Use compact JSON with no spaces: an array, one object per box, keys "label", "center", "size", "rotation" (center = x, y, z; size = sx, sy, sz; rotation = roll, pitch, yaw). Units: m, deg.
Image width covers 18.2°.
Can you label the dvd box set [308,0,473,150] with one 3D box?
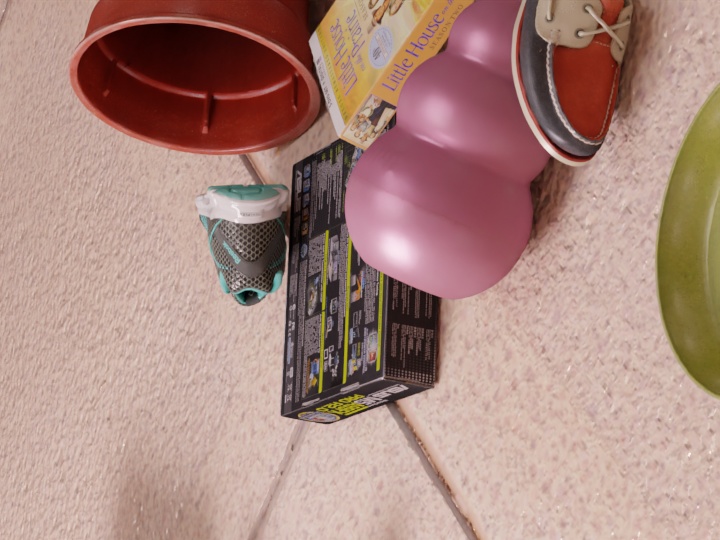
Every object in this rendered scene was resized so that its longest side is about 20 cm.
[{"label":"dvd box set","center":[0.036,-0.202,1.600],"size":[0.200,0.029,0.147],"rotation":[-54,27,24]}]

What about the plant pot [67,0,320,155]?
[{"label":"plant pot","center":[-0.122,-0.228,1.807],"size":[0.201,0.200,0.196],"rotation":[-36,42,53]}]

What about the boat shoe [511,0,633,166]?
[{"label":"boat shoe","center":[0.140,-0.163,1.402],"size":[0.062,0.071,0.201],"rotation":[-26,53,47]}]

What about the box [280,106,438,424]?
[{"label":"box","center":[0.000,0.000,1.631],"size":[0.160,0.044,0.201],"rotation":[-25,59,57]}]

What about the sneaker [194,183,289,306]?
[{"label":"sneaker","center":[-0.091,-0.018,1.734],"size":[0.200,0.077,0.092],"rotation":[145,124,-89]}]

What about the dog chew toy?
[{"label":"dog chew toy","center":[0.070,-0.085,1.455],"size":[0.124,0.124,0.201],"rotation":[34,102,61]}]

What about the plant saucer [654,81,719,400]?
[{"label":"plant saucer","center":[0.230,-0.024,1.216],"size":[0.200,0.031,0.201],"rotation":[-33,51,55]}]
